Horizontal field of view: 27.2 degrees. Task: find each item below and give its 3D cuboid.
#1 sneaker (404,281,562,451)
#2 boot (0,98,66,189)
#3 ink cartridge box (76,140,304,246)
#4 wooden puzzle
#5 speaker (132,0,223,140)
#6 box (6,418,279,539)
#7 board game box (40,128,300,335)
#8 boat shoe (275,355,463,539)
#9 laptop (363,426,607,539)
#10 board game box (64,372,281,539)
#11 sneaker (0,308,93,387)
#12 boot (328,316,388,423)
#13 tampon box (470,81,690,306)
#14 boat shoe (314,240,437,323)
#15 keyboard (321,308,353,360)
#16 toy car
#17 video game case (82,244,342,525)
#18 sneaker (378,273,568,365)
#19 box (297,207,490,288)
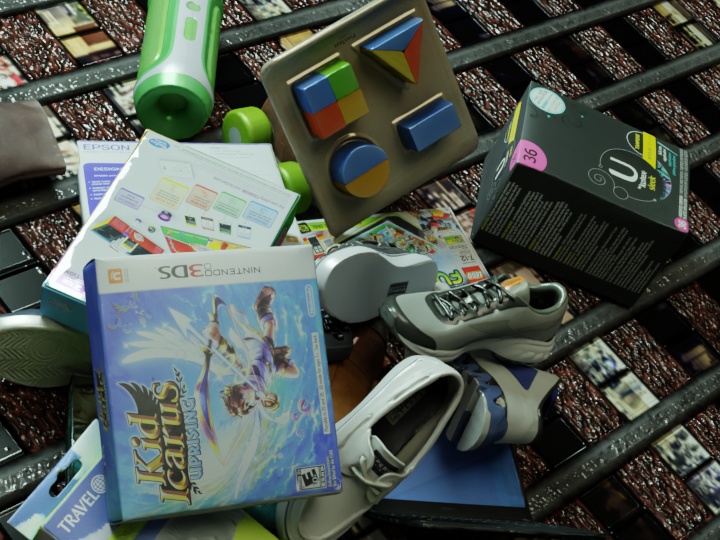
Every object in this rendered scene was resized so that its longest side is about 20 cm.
[{"bbox_3d":[0.121,0.104,1.410,0.115,0.081,0.200,14,30,-28],"label":"sneaker"},{"bbox_3d":[-0.345,-0.090,1.353,0.166,0.073,0.200,-6,49,-30],"label":"boot"},{"bbox_3d":[-0.162,-0.058,1.391,0.197,0.044,0.200,0,33,-14],"label":"ink cartridge box"},{"bbox_3d":[0.019,-0.152,1.435,0.185,0.201,0.046,-32,31,-16],"label":"wooden puzzle"},{"bbox_3d":[-0.189,-0.230,1.560,0.088,0.089,0.201,15,44,-15],"label":"speaker"},{"bbox_3d":[-0.158,0.211,1.160,0.200,0.048,0.122,39,53,-1],"label":"box"},{"bbox_3d":[-0.158,-0.016,1.265,0.152,0.040,0.200,24,51,4],"label":"board game box"},{"bbox_3d":[0.011,0.154,1.226,0.200,0.066,0.072,-43,107,-14],"label":"boat shoe"},{"bbox_3d":[0.094,0.176,1.315,0.176,0.200,0.104,7,84,-22],"label":"laptop"},{"bbox_3d":[-0.149,0.159,1.256,0.199,0.028,0.136,10,46,-21],"label":"board game box"},{"bbox_3d":[-0.241,0.046,1.288,0.199,0.075,0.085,3,41,-34],"label":"sneaker"},{"bbox_3d":[-0.071,0.086,1.331,0.188,0.069,0.200,28,37,-10],"label":"boot"},{"bbox_3d":[0.240,-0.083,1.623,0.199,0.127,0.150,22,42,-7],"label":"tampon box"},{"bbox_3d":[0.000,0.000,1.362,0.066,0.070,0.200,26,17,27],"label":"boat shoe"},{"bbox_3d":[-0.091,0.052,1.279,0.199,0.040,0.104,-4,51,-29],"label":"keyboard"},{"bbox_3d":[-0.019,-0.172,1.513,0.164,0.200,0.158,-16,59,-38],"label":"toy car"},{"bbox_3d":[-0.114,0.085,1.158,0.180,0.045,0.201,-4,81,-23],"label":"video game case"},{"bbox_3d":[0.102,0.035,1.343,0.199,0.080,0.074,1,39,-34],"label":"sneaker"},{"bbox_3d":[0.028,-0.006,1.503,0.199,0.035,0.110,-7,54,-33],"label":"box"}]
